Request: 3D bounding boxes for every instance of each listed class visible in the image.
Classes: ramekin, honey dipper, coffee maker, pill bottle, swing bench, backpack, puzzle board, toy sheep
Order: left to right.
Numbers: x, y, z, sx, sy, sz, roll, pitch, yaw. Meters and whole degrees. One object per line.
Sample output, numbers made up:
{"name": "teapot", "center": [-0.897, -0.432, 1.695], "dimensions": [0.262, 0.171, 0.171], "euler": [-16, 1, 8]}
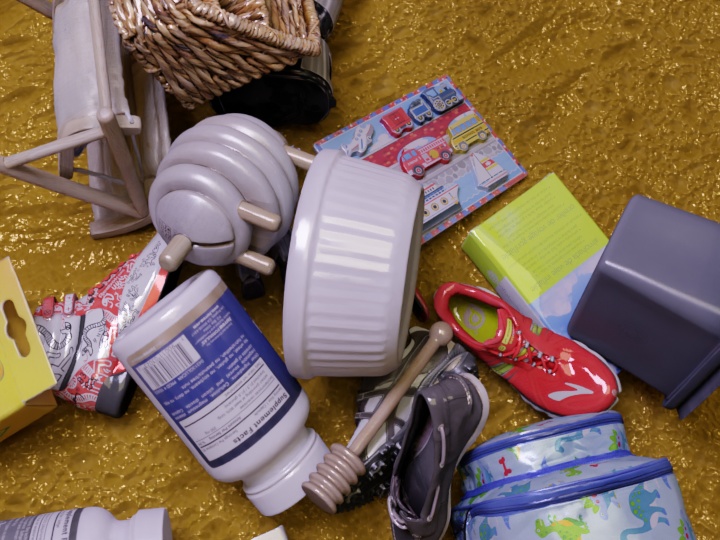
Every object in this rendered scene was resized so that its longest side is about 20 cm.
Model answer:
{"name": "pill bottle", "center": [-0.253, 0.257, 0.665], "dimensions": [0.196, 0.116, 0.118], "euler": [-6, 70, -10]}
{"name": "swing bench", "center": [-0.249, -0.165, 0.770], "dimensions": [0.128, 0.200, 0.202], "euler": [-14, 71, 9]}
{"name": "toy sheep", "center": [-0.115, -0.066, 0.719], "dimensions": [0.136, 0.139, 0.201], "euler": [27, 40, 4]}
{"name": "pill bottle", "center": [-0.113, 0.110, 0.717], "dimensions": [0.111, 0.111, 0.201], "euler": [-39, 102, -19]}
{"name": "coffee maker", "center": [-0.109, -0.266, 0.885], "dimensions": [0.189, 0.135, 0.203], "euler": [-1, 66, 21]}
{"name": "ramekin", "center": [0.000, 0.000, 0.720], "dimensions": [0.093, 0.203, 0.205], "euler": [8, 68, 8]}
{"name": "honey dipper", "center": [0.024, 0.121, 0.720], "dimensions": [0.038, 0.038, 0.200], "euler": [38, 66, 8]}
{"name": "puzzle board", "center": [0.069, -0.119, 0.878], "dimensions": [0.199, 0.017, 0.151], "euler": [-32, 76, -27]}
{"name": "backpack", "center": [0.169, 0.200, 0.687], "dimensions": [0.180, 0.200, 0.149], "euler": [-11, 76, -10]}

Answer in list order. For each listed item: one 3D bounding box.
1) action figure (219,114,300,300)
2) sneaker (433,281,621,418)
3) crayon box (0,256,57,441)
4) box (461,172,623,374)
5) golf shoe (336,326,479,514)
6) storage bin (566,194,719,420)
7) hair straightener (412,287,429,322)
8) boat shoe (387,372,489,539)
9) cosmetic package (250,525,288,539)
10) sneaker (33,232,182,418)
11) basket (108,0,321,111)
{"name": "action figure", "center": [-0.112, -0.077, 0.833], "dimensions": [0.128, 0.070, 0.202], "euler": [-19, 69, -4]}
{"name": "sneaker", "center": [0.147, 0.075, 0.773], "dimensions": [0.199, 0.085, 0.078], "euler": [31, 90, 27]}
{"name": "crayon box", "center": [-0.350, 0.095, 0.713], "dimensions": [0.198, 0.051, 0.128], "euler": [-30, 74, 7]}
{"name": "box", "center": [0.213, 0.013, 0.848], "dimensions": [0.121, 0.048, 0.201], "euler": [-34, 78, -16]}
{"name": "golf shoe", "center": [0.022, 0.138, 0.775], "dimensions": [0.094, 0.078, 0.200], "euler": [37, 68, 28]}
{"name": "storage bin", "center": [0.275, 0.019, 0.733], "dimensions": [0.133, 0.201, 0.147], "euler": [28, 69, 14]}
{"name": "hair straightener", "center": [-0.009, -0.022, 0.836], "dimensions": [0.076, 0.041, 0.202], "euler": [-26, 78, -14]}
{"name": "boat shoe", "center": [0.050, 0.172, 0.702], "dimensions": [0.056, 0.203, 0.067], "euler": [-4, 34, -32]}
{"name": "cosmetic package", "center": [-0.073, 0.327, 0.676], "dimensions": [0.102, 0.087, 0.202], "euler": [-21, 73, -13]}
{"name": "sneaker", "center": [-0.240, 0.027, 0.777], "dimensions": [0.106, 0.067, 0.204], "euler": [18, 71, -3]}
{"name": "basket", "center": [-0.136, -0.277, 0.738], "dimensions": [0.147, 0.143, 0.203], "euler": [-18, 61, 15]}
